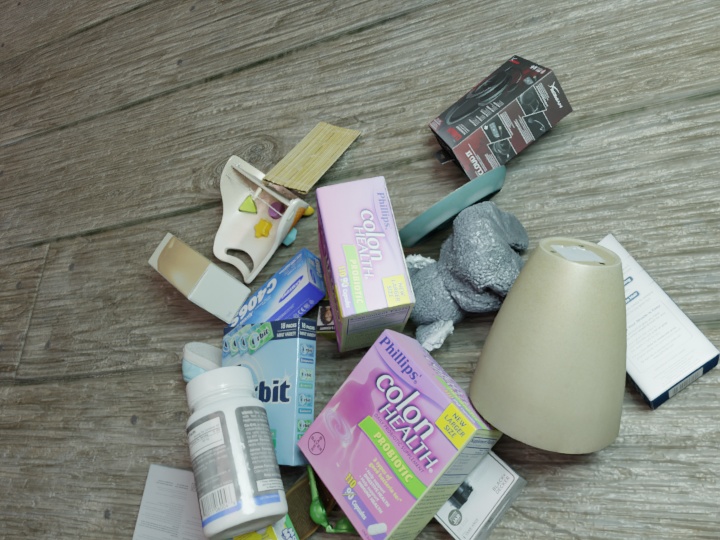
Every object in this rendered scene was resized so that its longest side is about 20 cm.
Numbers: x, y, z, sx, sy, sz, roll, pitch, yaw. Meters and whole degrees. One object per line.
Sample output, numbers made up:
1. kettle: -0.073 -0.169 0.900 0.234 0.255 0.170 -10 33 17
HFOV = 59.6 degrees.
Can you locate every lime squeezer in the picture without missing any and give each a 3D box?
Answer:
1. lime squeezer: -0.025 0.337 0.881 0.198 0.038 0.071 35 62 15

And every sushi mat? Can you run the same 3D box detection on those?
1. sushi mat: -0.085 -0.205 1.127 0.094 0.012 0.201 20 50 21

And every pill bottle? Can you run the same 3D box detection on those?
1. pill bottle: -0.173 0.242 0.848 0.112 0.114 0.204 -26 63 16

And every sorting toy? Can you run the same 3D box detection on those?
1. sorting toy: -0.193 -0.078 1.150 0.199 0.106 0.182 35 95 34

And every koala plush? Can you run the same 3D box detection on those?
1. koala plush: 0.138 0.017 0.891 0.198 0.182 0.181 -30 57 27

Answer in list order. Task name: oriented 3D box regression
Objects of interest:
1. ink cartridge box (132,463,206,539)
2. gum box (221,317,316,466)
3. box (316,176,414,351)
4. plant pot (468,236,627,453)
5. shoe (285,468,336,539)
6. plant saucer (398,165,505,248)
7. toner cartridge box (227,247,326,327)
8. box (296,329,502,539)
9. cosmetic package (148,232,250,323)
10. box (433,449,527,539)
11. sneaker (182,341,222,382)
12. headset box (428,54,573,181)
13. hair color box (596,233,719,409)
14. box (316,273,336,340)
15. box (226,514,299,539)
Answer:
1. ink cartridge box: -0.281 0.427 1.004 0.195 0.041 0.205 0 69 28
2. gum box: -0.142 0.181 0.940 0.167 0.044 0.205 -10 73 37
3. box: 0.000 0.000 0.891 0.094 0.201 0.180 -10 72 -7
4. plant pot: 0.236 0.072 0.740 0.185 0.186 0.205 23 117 33
5. shoe: -0.056 0.318 0.930 0.070 0.053 0.201 38 93 14
6. plant saucer: 0.134 -0.087 0.927 0.198 0.200 0.028 -33 86 12
7. toner cartridge box: -0.144 0.061 1.053 0.199 0.043 0.096 -41 34 18
8. box: 0.046 0.215 0.805 0.201 0.096 0.176 -51 56 9
9. cosmetic package: -0.293 0.010 1.130 0.198 0.105 0.072 27 80 47
10. box: 0.112 0.258 0.853 0.199 0.060 0.117 37 89 34
11. sneaker: -0.225 0.195 1.072 0.197 0.073 0.084 24 110 29
12. headset box: 0.202 -0.230 0.975 0.198 0.078 0.150 -36 26 9
13. hair color box: 0.349 0.063 0.810 0.099 0.060 0.202 -36 57 9
14. box: -0.020 0.011 1.039 0.074 0.050 0.205 -3 67 28
15. box: -0.151 0.388 0.905 0.117 0.048 0.203 -36 74 23
